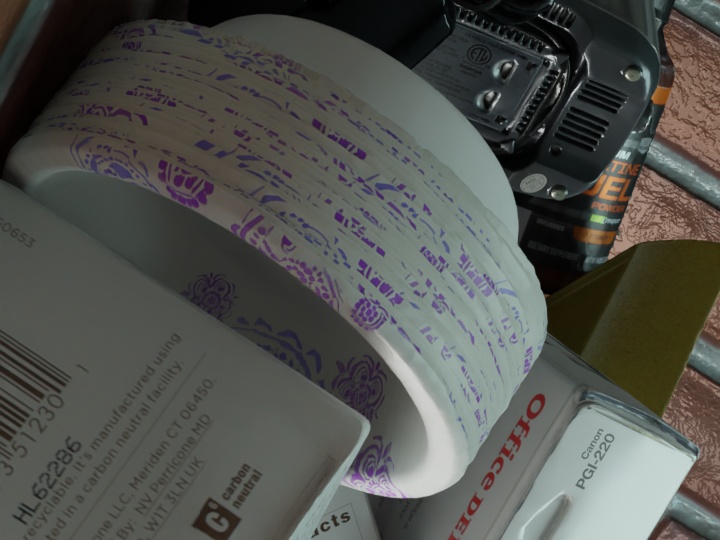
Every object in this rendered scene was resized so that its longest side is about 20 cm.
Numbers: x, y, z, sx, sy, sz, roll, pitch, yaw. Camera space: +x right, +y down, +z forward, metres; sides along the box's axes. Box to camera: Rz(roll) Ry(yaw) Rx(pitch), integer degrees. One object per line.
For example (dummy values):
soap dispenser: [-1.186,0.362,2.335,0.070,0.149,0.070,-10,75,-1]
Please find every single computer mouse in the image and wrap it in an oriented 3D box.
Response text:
computer mouse: [-0.020,-0.110,0.785,0.053,0.139,0.200,-38,178,-33]

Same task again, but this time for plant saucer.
plant saucer: [0.110,0.067,1.187,0.200,0.048,0.200,-34,-165,42]

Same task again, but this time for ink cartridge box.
ink cartridge box: [0.063,0.099,1.044,0.146,0.085,0.200,-60,-152,6]

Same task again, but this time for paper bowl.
paper bowl: [-0.024,-0.015,0.747,0.104,0.201,0.201,-55,174,-22]

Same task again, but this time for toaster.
toaster: [0.044,-0.129,0.931,0.129,0.200,0.114,-78,-169,-46]

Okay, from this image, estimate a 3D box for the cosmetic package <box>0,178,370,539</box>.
cosmetic package: [-0.119,0.104,0.762,0.167,0.166,0.200,-56,176,-22]

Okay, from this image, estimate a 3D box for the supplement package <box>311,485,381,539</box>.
supplement package: [-0.057,0.155,1.008,0.120,0.200,0.121,-22,-166,-16]

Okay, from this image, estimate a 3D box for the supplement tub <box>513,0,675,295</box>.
supplement tub: [0.129,-0.091,1.262,0.107,0.107,0.200,-39,149,-75]
